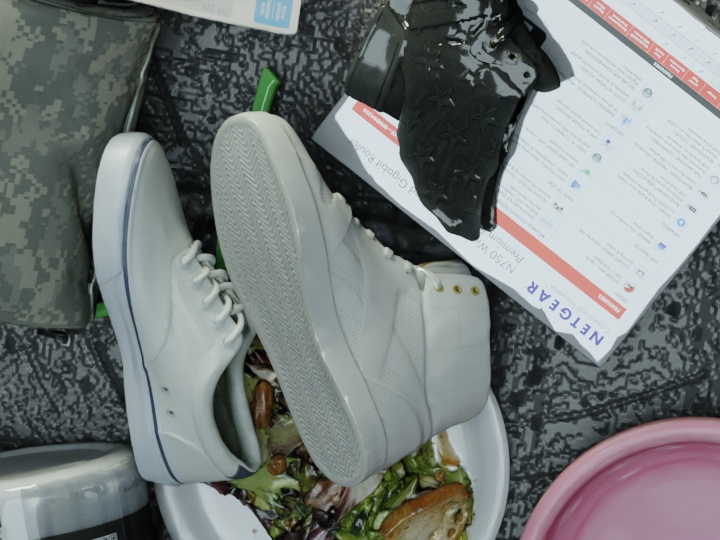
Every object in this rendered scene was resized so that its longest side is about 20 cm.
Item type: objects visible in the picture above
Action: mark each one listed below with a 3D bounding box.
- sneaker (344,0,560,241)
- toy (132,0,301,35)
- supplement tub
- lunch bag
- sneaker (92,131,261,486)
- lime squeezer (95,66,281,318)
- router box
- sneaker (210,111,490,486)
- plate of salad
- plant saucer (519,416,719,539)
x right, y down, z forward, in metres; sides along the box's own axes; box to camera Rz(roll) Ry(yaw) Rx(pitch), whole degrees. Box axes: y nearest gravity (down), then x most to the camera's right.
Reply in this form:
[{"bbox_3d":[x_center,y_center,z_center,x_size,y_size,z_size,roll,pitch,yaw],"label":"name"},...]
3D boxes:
[{"bbox_3d":[0.065,-0.124,1.498,0.104,0.060,0.200,30,107,6],"label":"sneaker"},{"bbox_3d":[-0.124,-0.188,1.519,0.200,0.115,0.047,9,129,-2],"label":"toy"},{"bbox_3d":[-0.165,0.201,1.597,0.122,0.123,0.200,-7,96,10],"label":"supplement tub"},{"bbox_3d":[-0.204,-0.071,1.556,0.167,0.139,0.200,14,100,-3],"label":"lunch bag"},{"bbox_3d":[-0.091,0.020,1.548,0.071,0.073,0.200,-1,115,20],"label":"sneaker"},{"bbox_3d":[-0.097,-0.015,1.598,0.071,0.038,0.200,44,104,-2],"label":"lime squeezer"},{"bbox_3d":[0.106,-0.081,1.550,0.200,0.049,0.180,39,102,2],"label":"router box"},{"bbox_3d":[0.000,0.000,1.537,0.074,0.115,0.200,-9,102,54],"label":"sneaker"},{"bbox_3d":[-0.019,0.107,1.598,0.200,0.048,0.200,1,99,10],"label":"plate of salad"},{"bbox_3d":[0.181,0.175,1.574,0.200,0.051,0.201,1,98,8],"label":"plant saucer"}]
